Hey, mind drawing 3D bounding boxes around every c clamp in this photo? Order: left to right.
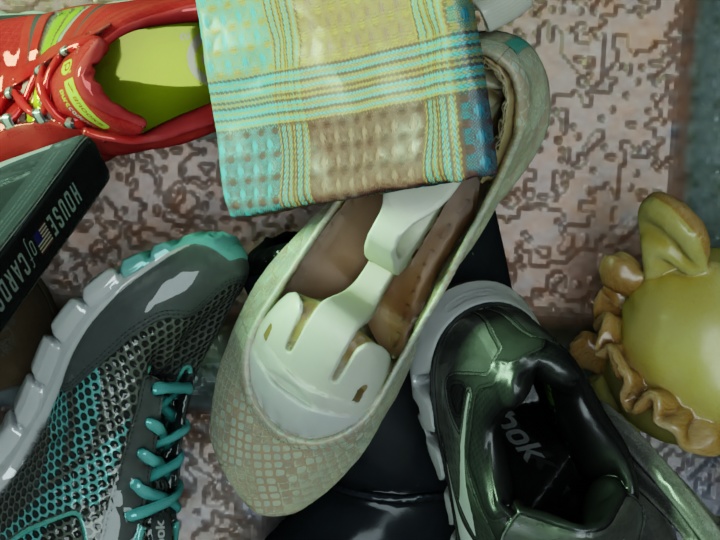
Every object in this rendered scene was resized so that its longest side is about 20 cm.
[{"bbox_3d":[0.147,0.140,0.812,0.027,0.171,0.201,-32,114,-5],"label":"c clamp"}]

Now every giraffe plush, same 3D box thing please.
[{"bbox_3d":[0.166,0.051,0.831,0.162,0.200,0.173,36,109,26],"label":"giraffe plush"}]

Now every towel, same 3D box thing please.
[{"bbox_3d":[-0.019,-0.123,0.731,0.022,0.146,0.201,-10,92,-37],"label":"towel"}]

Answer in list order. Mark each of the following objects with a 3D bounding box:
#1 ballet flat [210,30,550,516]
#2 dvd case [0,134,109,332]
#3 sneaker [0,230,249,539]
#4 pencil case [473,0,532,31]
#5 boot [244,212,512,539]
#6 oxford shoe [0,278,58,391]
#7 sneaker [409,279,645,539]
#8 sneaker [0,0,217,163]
[{"bbox_3d":[0.000,0.000,0.768,0.067,0.062,0.201,30,96,6],"label":"ballet flat"},{"bbox_3d":[-0.199,0.019,0.765,0.199,0.151,0.025,-19,112,20],"label":"dvd case"},{"bbox_3d":[-0.094,0.075,0.824,0.091,0.077,0.200,44,110,19],"label":"sneaker"},{"bbox_3d":[0.015,-0.184,0.770,0.077,0.089,0.201,-17,100,-9],"label":"pencil case"},{"bbox_3d":[-0.016,0.070,0.846,0.199,0.076,0.169,-23,101,-8],"label":"boot"},{"bbox_3d":[-0.206,0.063,0.839,0.199,0.073,0.085,-28,100,1],"label":"oxford shoe"},{"bbox_3d":[0.070,0.106,0.790,0.066,0.090,0.201,-18,103,-14],"label":"sneaker"},{"bbox_3d":[-0.114,-0.071,0.822,0.199,0.085,0.078,-17,96,-2],"label":"sneaker"}]
